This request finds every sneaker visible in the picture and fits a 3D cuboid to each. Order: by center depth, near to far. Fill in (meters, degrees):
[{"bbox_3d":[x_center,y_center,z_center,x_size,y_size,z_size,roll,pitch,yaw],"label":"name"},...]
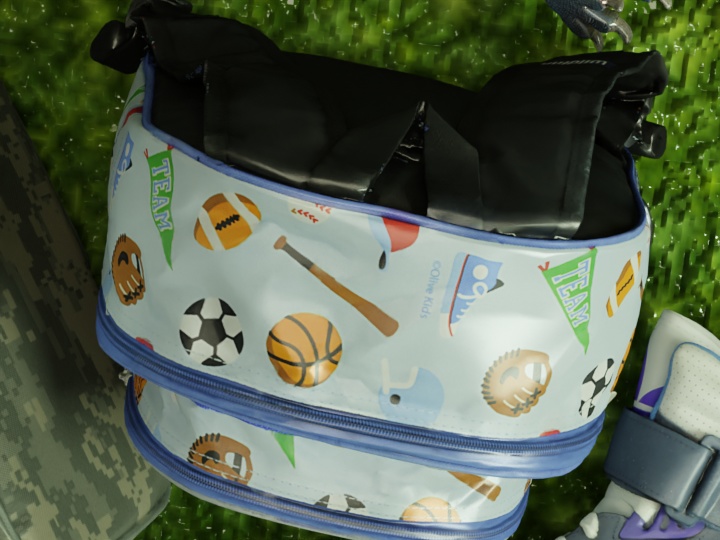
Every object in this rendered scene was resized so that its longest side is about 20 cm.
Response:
[{"bbox_3d":[0.082,0.088,0.796,0.199,0.081,0.147,-2,88,6],"label":"sneaker"}]

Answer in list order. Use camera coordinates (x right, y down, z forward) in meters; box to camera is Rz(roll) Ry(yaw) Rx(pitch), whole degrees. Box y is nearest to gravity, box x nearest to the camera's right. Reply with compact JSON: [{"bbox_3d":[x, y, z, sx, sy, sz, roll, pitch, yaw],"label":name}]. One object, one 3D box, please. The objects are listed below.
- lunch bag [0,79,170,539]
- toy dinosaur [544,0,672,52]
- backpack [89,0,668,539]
[{"bbox_3d":[-0.179,0.039,0.768,0.167,0.139,0.201,-24,95,21],"label":"lunch bag"},{"bbox_3d":[0.124,-0.163,0.757,0.199,0.105,0.182,31,76,10],"label":"toy dinosaur"},{"bbox_3d":[0.000,0.000,0.725,0.199,0.191,0.155,7,98,0],"label":"backpack"}]
